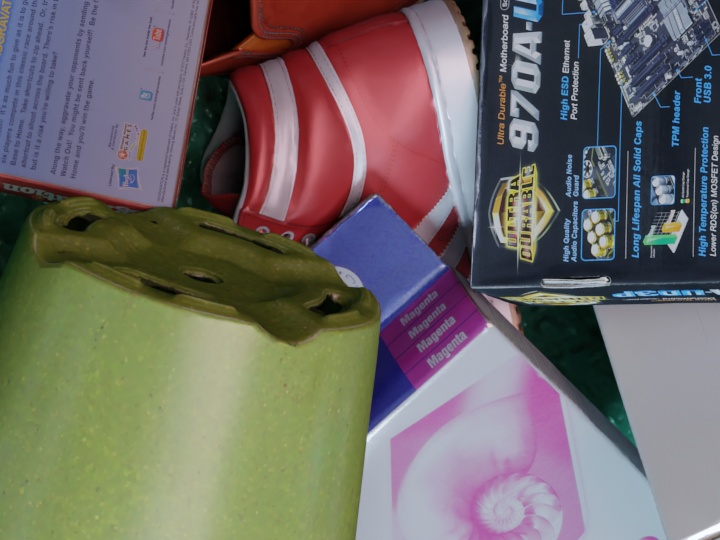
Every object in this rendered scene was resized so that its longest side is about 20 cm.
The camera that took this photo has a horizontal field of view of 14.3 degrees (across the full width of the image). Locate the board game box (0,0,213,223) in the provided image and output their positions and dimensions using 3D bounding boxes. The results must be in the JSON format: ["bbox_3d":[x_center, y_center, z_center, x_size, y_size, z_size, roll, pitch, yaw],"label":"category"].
[{"bbox_3d":[-0.101,-0.120,1.032,0.103,0.019,0.201,13,70,-11],"label":"board game box"}]

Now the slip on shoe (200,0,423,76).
[{"bbox_3d":[-0.042,-0.109,1.089,0.199,0.061,0.074,-18,102,-22],"label":"slip on shoe"}]

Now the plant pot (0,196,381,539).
[{"bbox_3d":[-0.074,0.083,0.962,0.199,0.200,0.191,9,107,-24],"label":"plant pot"}]

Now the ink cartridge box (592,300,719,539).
[{"bbox_3d":[0.172,0.083,1.117,0.083,0.147,0.200,-25,138,13],"label":"ink cartridge box"}]

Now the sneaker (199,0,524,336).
[{"bbox_3d":[0.000,0.000,1.117,0.112,0.071,0.201,-15,113,-10],"label":"sneaker"}]

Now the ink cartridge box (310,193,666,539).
[{"bbox_3d":[0.001,0.103,1.105,0.196,0.043,0.200,-42,118,8],"label":"ink cartridge box"}]

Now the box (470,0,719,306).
[{"bbox_3d":[0.123,-0.089,1.050,0.046,0.158,0.201,17,73,-61],"label":"box"}]
